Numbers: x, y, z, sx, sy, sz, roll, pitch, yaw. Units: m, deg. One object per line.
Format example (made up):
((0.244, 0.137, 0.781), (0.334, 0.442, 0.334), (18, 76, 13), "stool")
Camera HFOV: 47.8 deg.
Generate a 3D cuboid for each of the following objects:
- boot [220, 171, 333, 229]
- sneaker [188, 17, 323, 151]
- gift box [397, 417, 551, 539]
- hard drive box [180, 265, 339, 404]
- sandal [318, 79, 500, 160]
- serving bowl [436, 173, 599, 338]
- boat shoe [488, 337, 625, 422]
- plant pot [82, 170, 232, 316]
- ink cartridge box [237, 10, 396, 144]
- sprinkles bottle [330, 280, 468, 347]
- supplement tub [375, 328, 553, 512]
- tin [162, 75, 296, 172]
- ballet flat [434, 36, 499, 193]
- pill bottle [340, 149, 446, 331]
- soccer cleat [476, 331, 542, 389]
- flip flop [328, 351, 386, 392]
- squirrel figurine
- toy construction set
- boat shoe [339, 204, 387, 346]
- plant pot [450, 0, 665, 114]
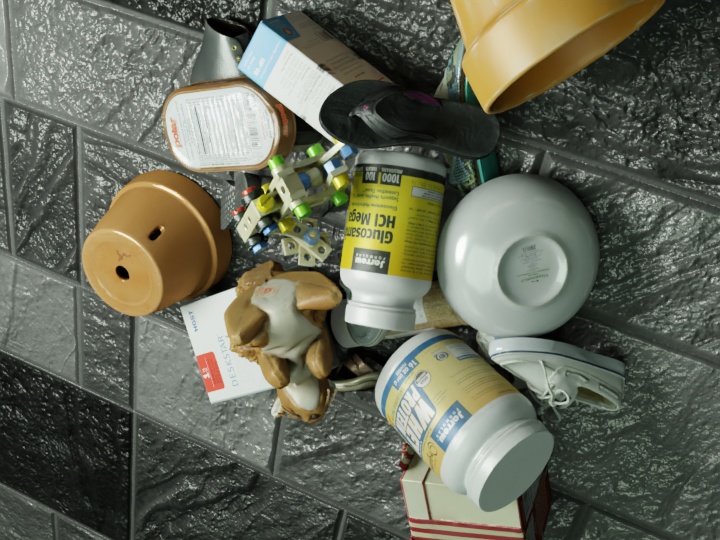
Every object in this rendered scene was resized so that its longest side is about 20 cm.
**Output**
((-0.114, -0.088, 1.090), (0.130, 0.200, 0.071), (2, 92, -21), "boot")
((-0.128, -0.232, 1.022), (0.198, 0.075, 0.107), (28, 129, 10), "sneaker")
((0.149, 0.309, 1.124), (0.184, 0.200, 0.187), (0, 112, 26), "gift box")
((-0.149, 0.095, 1.192), (0.198, 0.077, 0.158), (-19, 90, 32), "hard drive box")
((0.055, -0.167, 0.871), (0.197, 0.048, 0.076), (6, 80, -4), "sandal")
((0.191, -0.008, 0.948), (0.197, 0.066, 0.203), (-2, 105, -6), "serving bowl")
((0.241, 0.140, 0.995), (0.200, 0.087, 0.074), (17, 158, -27), "boat shoe")
((-0.307, -0.026, 1.184), (0.198, 0.140, 0.202), (12, 122, 20), "plant pot")
((-0.031, -0.214, 0.959), (0.199, 0.116, 0.067), (38, 120, 2), "ink cartridge box")
((0.057, 0.056, 1.102), (0.198, 0.068, 0.069), (-13, 111, 30), "sprinkles bottle")
((0.127, 0.183, 1.013), (0.200, 0.143, 0.146), (42, 134, 39), "supplement tub")
((-0.168, -0.180, 1.011), (0.198, 0.042, 0.114), (2, 108, 34), "tin")
((0.117, -0.181, 0.944), (0.073, 0.074, 0.203), (4, 115, 23), "ballet flat")
((0.036, -0.034, 0.966), (0.111, 0.112, 0.203), (7, 89, 21), "pill bottle")
((0.177, 0.072, 1.046), (0.086, 0.070, 0.202), (-23, 108, 15), "soccer cleat")
((0.013, 0.144, 1.174), (0.198, 0.081, 0.058), (-12, 77, 38), "flip flop")
((-0.094, 0.096, 1.051), (0.200, 0.140, 0.188), (40, 153, 56), "squirrel figurine")
((-0.075, -0.075, 0.948), (0.092, 0.130, 0.201), (52, 153, 18), "toy construction set")
((0.001, 0.000, 1.054), (0.069, 0.071, 0.204), (6, 96, 33), "boat shoe")
((0.164, -0.287, 0.797), (0.199, 0.200, 0.185), (-32, 86, 35), "plant pot")
